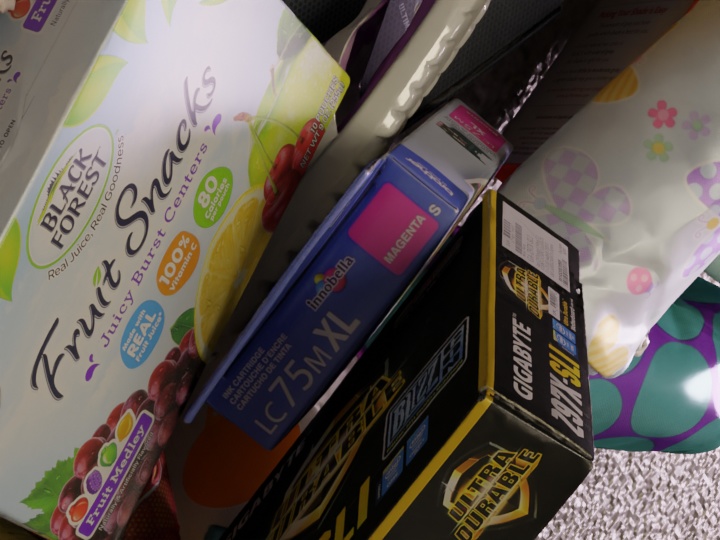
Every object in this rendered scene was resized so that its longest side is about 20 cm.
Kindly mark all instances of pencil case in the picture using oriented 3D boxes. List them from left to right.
[{"bbox_3d":[0.092,0.032,1.054,0.200,0.085,0.093,12,60,-43],"label":"pencil case"},{"bbox_3d":[0.136,-0.049,0.920,0.200,0.083,0.091,-44,89,0],"label":"pencil case"}]

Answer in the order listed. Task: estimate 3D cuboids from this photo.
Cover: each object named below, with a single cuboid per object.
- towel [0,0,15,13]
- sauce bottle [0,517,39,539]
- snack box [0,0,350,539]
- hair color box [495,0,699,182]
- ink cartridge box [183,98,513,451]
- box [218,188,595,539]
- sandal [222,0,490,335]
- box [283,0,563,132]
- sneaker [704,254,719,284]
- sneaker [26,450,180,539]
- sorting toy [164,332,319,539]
[{"bbox_3d":[-0.195,-0.178,0.686,0.200,0.032,0.191,4,104,-9],"label":"towel"},{"bbox_3d":[-0.127,0.124,0.814,0.065,0.200,0.065,-14,113,-36],"label":"sauce bottle"},{"bbox_3d":[-0.092,-0.015,0.775,0.200,0.053,0.142,-64,149,-10],"label":"snack box"},{"bbox_3d":[0.150,-0.108,1.030,0.061,0.101,0.200,39,79,-19],"label":"hair color box"},{"bbox_3d":[0.000,0.000,0.887,0.119,0.042,0.200,-52,176,15],"label":"ink cartridge box"},{"bbox_3d":[0.006,0.087,0.809,0.049,0.160,0.200,32,113,-13],"label":"box"},{"bbox_3d":[-0.006,-0.066,0.879,0.050,0.082,0.203,36,85,0],"label":"sandal"},{"bbox_3d":[-0.008,-0.151,0.913,0.158,0.051,0.200,-37,129,-25],"label":"box"},{"bbox_3d":[0.218,-0.048,1.098,0.118,0.074,0.200,49,54,-10],"label":"sneaker"},{"bbox_3d":[-0.095,0.136,0.897,0.077,0.073,0.200,36,44,-56],"label":"sneaker"},{"bbox_3d":[-0.051,0.157,0.986,0.180,0.107,0.200,-39,131,1],"label":"sorting toy"}]
